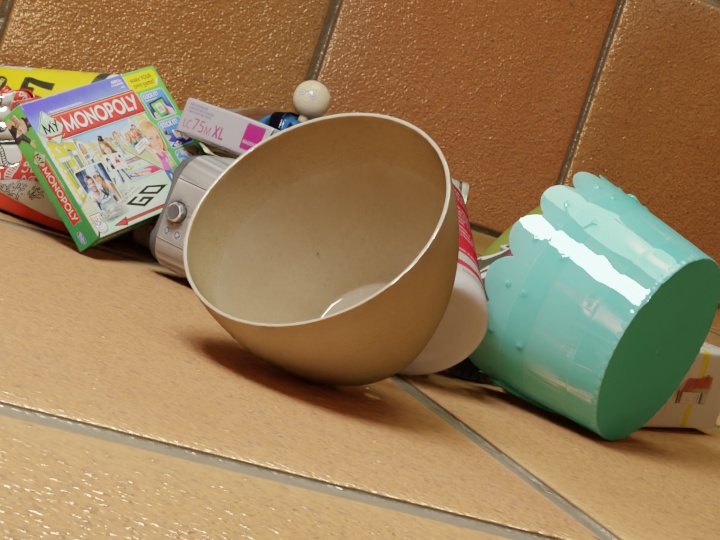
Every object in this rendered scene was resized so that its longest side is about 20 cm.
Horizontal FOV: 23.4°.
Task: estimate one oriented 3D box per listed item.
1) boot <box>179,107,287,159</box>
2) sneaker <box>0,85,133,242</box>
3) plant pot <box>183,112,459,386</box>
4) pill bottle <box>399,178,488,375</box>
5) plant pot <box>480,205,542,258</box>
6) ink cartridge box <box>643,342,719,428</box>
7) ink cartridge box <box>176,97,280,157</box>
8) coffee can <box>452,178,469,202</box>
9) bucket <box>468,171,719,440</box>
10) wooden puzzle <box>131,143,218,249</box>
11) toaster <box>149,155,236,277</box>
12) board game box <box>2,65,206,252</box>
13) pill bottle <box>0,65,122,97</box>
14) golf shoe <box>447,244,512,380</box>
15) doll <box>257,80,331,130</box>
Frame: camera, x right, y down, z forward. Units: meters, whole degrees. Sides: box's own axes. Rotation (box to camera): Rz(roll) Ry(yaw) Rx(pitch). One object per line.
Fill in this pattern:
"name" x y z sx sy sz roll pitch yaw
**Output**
"boot" -0.145 -0.149 1.913 0.197 0.071 0.146 4 7 -17
"sneaker" -0.291 -0.102 1.592 0.199 0.109 0.067 19 6 -4
"plant pot" -0.011 0.005 1.257 0.199 0.201 0.135 23 -29 39
"pill bottle" 0.041 -0.019 1.471 0.111 0.113 0.201 17 38 -21
"plant pot" 0.198 0.018 1.853 0.186 0.189 0.199 22 19 31
"ink cartridge box" 0.260 0.092 1.708 0.144 0.084 0.199 22 6 33
"ink cartridge box" -0.067 -0.106 1.650 0.119 0.042 0.199 23 -1 39
"coffee can" 0.018 -0.071 2.145 0.198 0.148 0.146 19 5 -3
"bucket" 0.205 0.036 1.492 0.134 0.209 0.206 34 13 30
"wooden puzzle" -0.169 -0.074 1.709 0.184 0.038 0.199 -22 35 -36
"toaster" -0.082 -0.025 1.555 0.128 0.115 0.199 27 6 33
"board game box" -0.218 -0.104 1.568 0.135 0.029 0.200 59 33 1
"pill bottle" -0.322 -0.139 1.685 0.197 0.116 0.114 5 3 11
"golf shoe" 0.119 0.035 1.595 0.087 0.078 0.199 19 34 34
"doll" -0.077 -0.099 1.790 0.135 0.202 0.048 20 -4 23
